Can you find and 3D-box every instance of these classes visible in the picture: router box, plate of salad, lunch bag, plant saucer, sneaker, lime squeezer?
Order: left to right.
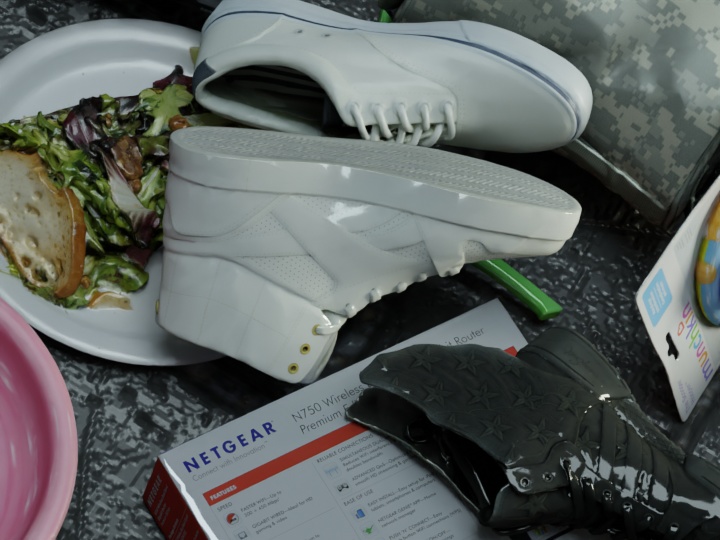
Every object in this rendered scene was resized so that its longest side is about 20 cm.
[{"bbox_3d":[-0.231,0.085,1.344,0.200,0.051,0.201,6,60,-11],"label":"plant saucer"},{"bbox_3d":[-0.105,-0.046,1.453,0.200,0.048,0.200,6,59,-11],"label":"plate of salad"},{"bbox_3d":[0.000,0.000,1.405,0.200,0.116,0.074,7,16,-8],"label":"sneaker"},{"bbox_3d":[0.012,-0.082,1.448,0.200,0.073,0.071,9,47,10],"label":"sneaker"},{"bbox_3d":[0.028,0.130,1.387,0.200,0.049,0.180,-23,69,-25],"label":"router box"},{"bbox_3d":[0.031,-0.057,1.501,0.071,0.038,0.200,-18,65,-20],"label":"lime squeezer"},{"bbox_3d":[0.096,0.099,1.361,0.104,0.060,0.200,-32,68,-30],"label":"sneaker"},{"bbox_3d":[0.132,-0.135,1.512,0.200,0.139,0.168,36,69,8],"label":"lunch bag"}]

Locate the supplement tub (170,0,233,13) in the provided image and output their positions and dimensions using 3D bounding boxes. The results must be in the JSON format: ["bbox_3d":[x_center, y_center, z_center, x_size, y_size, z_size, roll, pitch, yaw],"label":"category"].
[{"bbox_3d":[-0.133,-0.213,1.496,0.200,0.123,0.123,17,58,-6],"label":"supplement tub"}]

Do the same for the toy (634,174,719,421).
[{"bbox_3d":[0.216,-0.025,1.462,0.047,0.115,0.200,20,64,32],"label":"toy"}]
